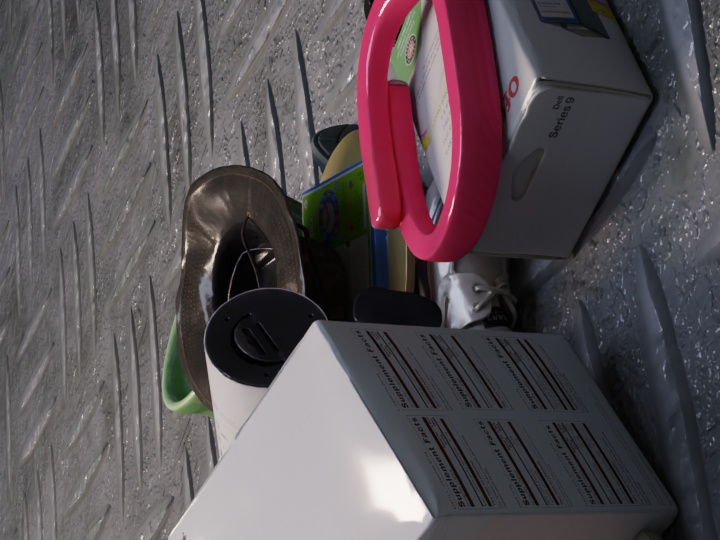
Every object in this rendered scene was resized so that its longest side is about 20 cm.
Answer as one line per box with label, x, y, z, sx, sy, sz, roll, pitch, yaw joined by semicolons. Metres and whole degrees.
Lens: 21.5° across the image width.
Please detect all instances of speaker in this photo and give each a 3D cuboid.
speaker;-0.054;0.104;1.225;0.201;0.081;0.082;87;170;-48

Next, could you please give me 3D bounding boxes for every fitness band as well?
fitness band;0.044;-0.103;1.213;0.144;0.037;0.201;134;134;-56

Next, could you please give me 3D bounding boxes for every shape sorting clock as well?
shape sorting clock;0.000;0.000;1.358;0.200;0.039;0.202;-177;90;-65

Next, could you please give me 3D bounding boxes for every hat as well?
hat;-0.058;0.016;1.346;0.200;0.080;0.202;10;102;58

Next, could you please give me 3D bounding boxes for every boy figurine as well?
boy figurine;0.021;0.089;1.241;0.200;0.064;0.125;91;-163;-59

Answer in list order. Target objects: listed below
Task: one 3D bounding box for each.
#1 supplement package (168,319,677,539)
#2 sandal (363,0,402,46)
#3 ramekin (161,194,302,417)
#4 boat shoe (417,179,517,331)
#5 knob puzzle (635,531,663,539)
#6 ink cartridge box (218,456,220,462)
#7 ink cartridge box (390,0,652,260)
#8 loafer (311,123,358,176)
supplement package;0.034;0.149;1.106;0.192;0.199;0.147;-56;49;30
sandal;0.037;-0.202;1.459;0.200;0.045;0.076;-138;55;-63
ramekin;-0.077;0.035;1.533;0.200;0.097;0.201;-56;21;35
boat shoe;0.079;0.028;1.284;0.070;0.070;0.202;12;99;59
knob puzzle;0.157;0.276;1.041;0.219;0.030;0.221;-18;68;55
ink cartridge box;-0.035;0.230;1.355;0.200;0.084;0.145;54;140;38
ink cartridge box;0.098;-0.126;1.237;0.201;0.087;0.146;-106;29;-44
loafer;0.009;-0.049;1.492;0.200;0.071;0.063;-114;15;-58
